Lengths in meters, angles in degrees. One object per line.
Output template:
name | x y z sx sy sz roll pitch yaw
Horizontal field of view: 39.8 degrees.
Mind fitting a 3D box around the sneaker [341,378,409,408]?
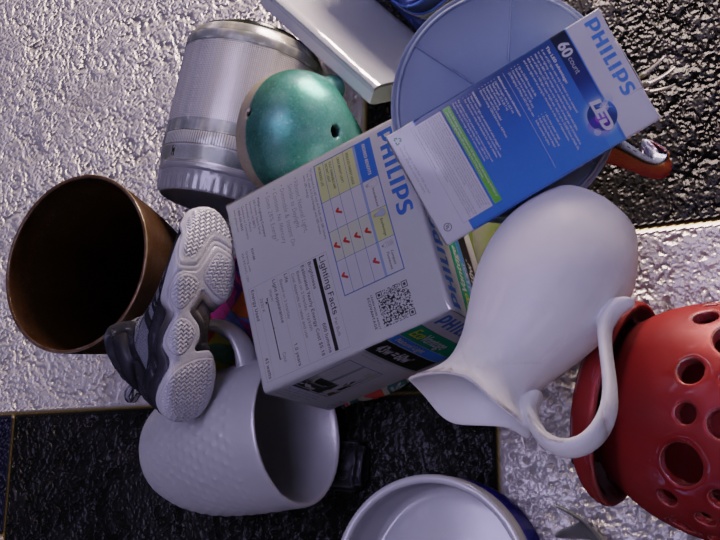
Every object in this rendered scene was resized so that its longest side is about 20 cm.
sneaker | 0.003 0.042 1.064 0.092 0.070 0.202 -11 70 4

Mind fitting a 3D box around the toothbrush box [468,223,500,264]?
toothbrush box | 0.125 -0.050 1.009 0.198 0.086 0.148 -13 72 24

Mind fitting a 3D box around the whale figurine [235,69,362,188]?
whale figurine | -0.033 -0.129 1.037 0.103 0.199 0.161 2 75 47

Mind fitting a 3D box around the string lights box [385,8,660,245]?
string lights box | 0.131 -0.115 0.818 0.199 0.059 0.104 -30 90 4

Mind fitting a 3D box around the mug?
mug | -0.138 0.149 1.007 0.174 0.147 0.203 -15 91 30

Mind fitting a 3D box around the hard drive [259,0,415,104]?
hard drive | -0.002 -0.260 1.103 0.200 0.131 0.027 46 136 27

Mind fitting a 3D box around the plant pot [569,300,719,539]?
plant pot | 0.286 0.120 0.832 0.181 0.200 0.203 9 81 35

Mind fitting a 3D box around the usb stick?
usb stick | -0.084 0.207 1.076 0.198 0.033 0.056 -2 70 26

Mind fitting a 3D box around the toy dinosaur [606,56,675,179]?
toy dinosaur | 0.200 -0.129 0.933 0.200 0.105 0.182 -44 93 12

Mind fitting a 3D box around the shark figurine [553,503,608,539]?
shark figurine | 0.222 0.320 0.872 0.127 0.089 0.218 -1 79 24

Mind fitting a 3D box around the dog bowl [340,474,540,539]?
dog bowl | 0.078 0.299 0.949 0.198 0.079 0.203 -6 75 25

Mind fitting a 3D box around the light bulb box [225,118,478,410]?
light bulb box | 0.000 0.000 0.939 0.198 0.124 0.200 -24 66 22

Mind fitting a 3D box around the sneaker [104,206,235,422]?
sneaker | -0.188 0.038 0.952 0.113 0.075 0.203 4 84 40

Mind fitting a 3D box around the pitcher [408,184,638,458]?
pitcher | 0.154 0.040 0.777 0.171 0.121 0.201 21 69 43

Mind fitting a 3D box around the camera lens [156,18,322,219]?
camera lens | -0.135 -0.168 1.120 0.158 0.160 0.203 7 81 27

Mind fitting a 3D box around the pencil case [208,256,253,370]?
pencil case | -0.147 0.067 1.077 0.200 0.088 0.089 -48 60 34

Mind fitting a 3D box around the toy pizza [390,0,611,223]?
toy pizza | 0.125 -0.142 0.864 0.197 0.032 0.203 0 93 3

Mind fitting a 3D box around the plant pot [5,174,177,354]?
plant pot | -0.255 0.013 1.110 0.185 0.200 0.190 -6 75 24

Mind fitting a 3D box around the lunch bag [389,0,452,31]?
lunch bag | 0.064 -0.364 1.088 0.136 0.132 0.201 -42 64 10
